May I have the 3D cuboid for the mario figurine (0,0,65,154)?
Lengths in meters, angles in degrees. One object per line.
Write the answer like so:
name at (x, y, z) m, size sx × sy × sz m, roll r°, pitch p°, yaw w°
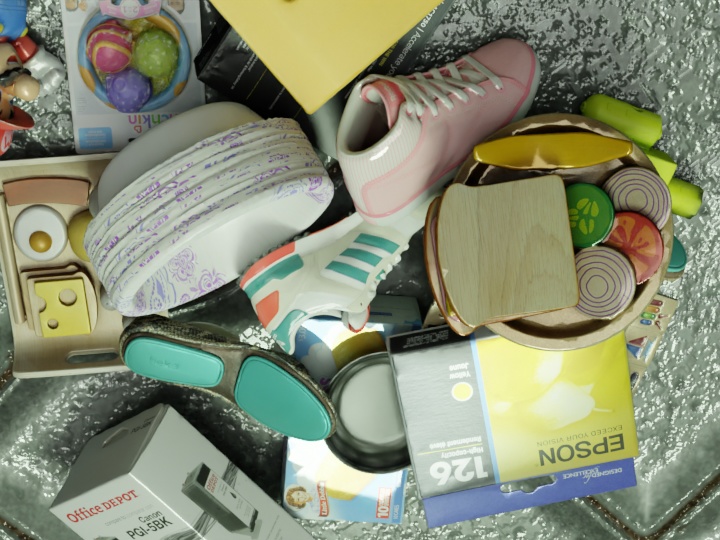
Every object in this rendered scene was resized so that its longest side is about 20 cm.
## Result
mario figurine at (-0.274, -0.189, 1.105) m, size 0.122 × 0.106 × 0.203 m, roll 0°, pitch 104°, yaw -34°

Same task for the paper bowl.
paper bowl at (-0.128, -0.057, 1.122) m, size 0.199 × 0.201 × 0.105 m, roll -31°, pitch 80°, yaw 9°

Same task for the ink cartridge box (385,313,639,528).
ink cartridge box at (0.134, 0.130, 1.197) m, size 0.195 × 0.047 × 0.203 m, roll -12°, pitch 114°, yaw 2°

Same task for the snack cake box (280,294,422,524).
snack cake box at (-0.011, 0.124, 1.278) m, size 0.113 × 0.067 × 0.203 m, roll 3°, pitch 112°, yaw -5°

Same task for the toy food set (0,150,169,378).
toy food set at (-0.245, -0.005, 1.214) m, size 0.141 × 0.061 × 0.203 m, roll -5°, pitch 112°, yaw -2°

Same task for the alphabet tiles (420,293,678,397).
alphabet tiles at (0.157, 0.040, 1.181) m, size 0.197 × 0.006 × 0.168 m, roll 16°, pitch 115°, yaw -10°

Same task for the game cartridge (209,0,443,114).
game cartridge at (-0.020, -0.247, 1.070) m, size 0.199 × 0.033 × 0.177 m, roll -39°, pitch 116°, yaw 7°

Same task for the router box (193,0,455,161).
router box at (-0.022, -0.206, 1.138) m, size 0.148 × 0.051 × 0.201 m, roll 28°, pitch 109°, yaw -23°

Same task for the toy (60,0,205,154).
toy at (-0.187, -0.186, 1.149) m, size 0.113 × 0.047 × 0.203 m, roll -1°, pitch 112°, yaw -1°

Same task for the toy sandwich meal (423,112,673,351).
toy sandwich meal at (0.147, -0.029, 1.097) m, size 0.202 × 0.070 × 0.209 m, roll 0°, pitch 93°, yaw 3°

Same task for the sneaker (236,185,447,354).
sneaker at (0.000, 0.000, 1.194) m, size 0.198 × 0.070 × 0.094 m, roll -26°, pitch 82°, yaw -10°

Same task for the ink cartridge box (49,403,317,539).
ink cartridge box at (-0.159, 0.230, 1.272) m, size 0.200 × 0.083 × 0.146 m, roll 45°, pitch 136°, yaw -18°

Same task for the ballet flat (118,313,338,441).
ballet flat at (-0.106, 0.080, 1.204) m, size 0.197 × 0.076 × 0.069 m, roll 20°, pitch 119°, yaw -2°

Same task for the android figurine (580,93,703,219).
android figurine at (0.191, -0.062, 1.226) m, size 0.197 × 0.041 × 0.184 m, roll 16°, pitch 111°, yaw -10°

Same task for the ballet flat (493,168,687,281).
ballet flat at (0.181, -0.037, 1.190) m, size 0.198 × 0.071 × 0.065 m, roll 29°, pitch 135°, yaw -14°

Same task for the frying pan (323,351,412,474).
frying pan at (0.052, 0.103, 1.221) m, size 0.188 × 0.031 × 0.116 m, roll -29°, pitch 111°, yaw 2°

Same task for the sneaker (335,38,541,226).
sneaker at (0.060, -0.133, 1.132) m, size 0.200 × 0.075 × 0.105 m, roll -43°, pitch 141°, yaw -7°
